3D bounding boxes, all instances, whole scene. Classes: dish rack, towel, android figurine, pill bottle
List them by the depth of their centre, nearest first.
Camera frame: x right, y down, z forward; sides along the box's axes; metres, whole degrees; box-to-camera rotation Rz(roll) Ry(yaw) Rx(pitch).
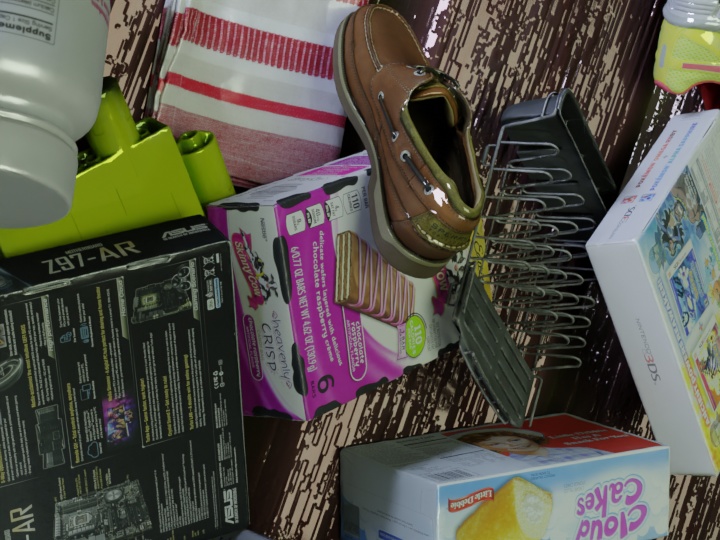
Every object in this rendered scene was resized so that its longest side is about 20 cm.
[{"bbox_3d":[-0.192,-0.131,0.991,0.113,0.113,0.200,17,68,-34],"label":"pill bottle"},{"bbox_3d":[-0.150,-0.009,1.099,0.182,0.041,0.200,-32,121,-19],"label":"android figurine"},{"bbox_3d":[-0.058,-0.151,1.167,0.144,0.023,0.200,10,90,-35],"label":"towel"},{"bbox_3d":[0.118,-0.002,1.232,0.153,0.055,0.200,56,42,-45],"label":"dish rack"}]

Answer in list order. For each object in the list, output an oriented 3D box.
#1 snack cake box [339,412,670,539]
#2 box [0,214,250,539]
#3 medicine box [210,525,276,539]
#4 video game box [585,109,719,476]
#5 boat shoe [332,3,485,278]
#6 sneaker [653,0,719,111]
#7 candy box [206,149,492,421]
[{"bbox_3d":[0.098,0.150,1.254,0.200,0.115,0.067,-5,99,-33],"label":"snack cake box"},{"bbox_3d":[-0.150,0.080,1.078,0.160,0.044,0.200,-15,119,-23],"label":"box"},{"bbox_3d":[-0.002,0.243,1.145,0.182,0.200,0.103,28,80,-33],"label":"medicine box"},{"bbox_3d":[0.240,0.015,1.331,0.182,0.047,0.200,-52,127,-47],"label":"video game box"},{"bbox_3d":[0.038,-0.093,1.130,0.072,0.068,0.200,9,51,-34],"label":"boat shoe"},{"bbox_3d":[0.290,-0.152,1.377,0.200,0.078,0.090,11,104,-33],"label":"sneaker"},{"bbox_3d":[0.000,0.000,1.169,0.200,0.061,0.136,-24,110,-48],"label":"candy box"}]
